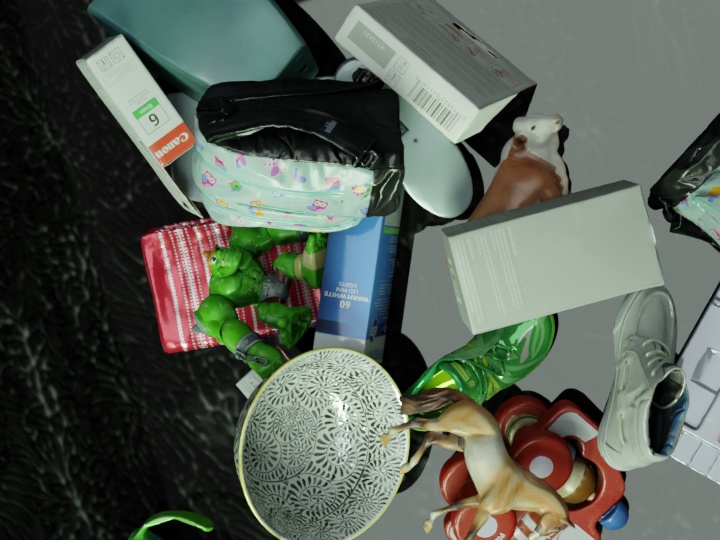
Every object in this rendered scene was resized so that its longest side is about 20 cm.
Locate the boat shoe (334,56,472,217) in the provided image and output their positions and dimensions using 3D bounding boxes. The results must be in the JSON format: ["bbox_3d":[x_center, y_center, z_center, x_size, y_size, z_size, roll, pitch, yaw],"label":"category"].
[{"bbox_3d":[0.050,-0.148,1.416,0.071,0.091,0.200,-37,98,10],"label":"boat shoe"}]

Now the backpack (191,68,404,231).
[{"bbox_3d":[-0.063,-0.112,1.287,0.199,0.167,0.127,1,124,-5],"label":"backpack"}]

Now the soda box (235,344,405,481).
[{"bbox_3d":[-0.042,0.173,1.444,0.068,0.064,0.200,-42,82,9],"label":"soda box"}]

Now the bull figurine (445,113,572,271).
[{"bbox_3d":[0.174,-0.065,1.393,0.121,0.065,0.200,33,102,3],"label":"bull figurine"}]

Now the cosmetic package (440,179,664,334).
[{"bbox_3d":[0.190,-0.015,1.326,0.199,0.090,0.107,-14,98,-1],"label":"cosmetic package"}]

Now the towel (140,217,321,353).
[{"bbox_3d":[-0.141,0.008,1.484,0.199,0.022,0.145,-11,89,12],"label":"towel"}]

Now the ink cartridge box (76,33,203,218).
[{"bbox_3d":[-0.217,-0.152,1.400,0.050,0.109,0.200,-38,107,-9],"label":"ink cartridge box"}]

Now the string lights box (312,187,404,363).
[{"bbox_3d":[0.000,0.000,1.412,0.059,0.103,0.201,8,92,12],"label":"string lights box"}]

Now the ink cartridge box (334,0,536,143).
[{"bbox_3d":[0.080,-0.211,1.353,0.161,0.200,0.050,42,115,9],"label":"ink cartridge box"}]

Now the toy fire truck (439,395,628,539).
[{"bbox_3d":[0.187,0.238,1.384,0.168,0.112,0.200,41,100,-15],"label":"toy fire truck"}]

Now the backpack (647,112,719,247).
[{"bbox_3d":[0.408,-0.065,1.313,0.200,0.127,0.167,44,95,5],"label":"backpack"}]

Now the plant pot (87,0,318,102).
[{"bbox_3d":[-0.150,-0.249,1.406,0.200,0.141,0.141,38,87,12],"label":"plant pot"}]

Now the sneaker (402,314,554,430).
[{"bbox_3d":[0.124,0.106,1.396,0.200,0.084,0.074,-41,85,11],"label":"sneaker"}]

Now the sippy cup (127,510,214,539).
[{"bbox_3d":[-0.202,0.362,1.452,0.130,0.140,0.178,13,132,1],"label":"sippy cup"}]

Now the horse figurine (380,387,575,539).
[{"bbox_3d":[0.104,0.188,1.294,0.132,0.050,0.200,-28,66,2],"label":"horse figurine"}]

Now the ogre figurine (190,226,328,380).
[{"bbox_3d":[-0.105,0.016,1.409,0.120,0.098,0.201,9,79,23],"label":"ogre figurine"}]

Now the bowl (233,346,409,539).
[{"bbox_3d":[-0.057,0.173,1.349,0.094,0.200,0.201,5,92,55],"label":"bowl"}]

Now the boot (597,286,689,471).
[{"bbox_3d":[0.297,0.101,1.326,0.073,0.096,0.201,18,73,-17],"label":"boot"}]

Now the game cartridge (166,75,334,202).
[{"bbox_3d":[-0.116,-0.139,1.471,0.199,0.040,0.134,-5,93,12],"label":"game cartridge"}]

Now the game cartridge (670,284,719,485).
[{"bbox_3d":[0.387,0.116,1.367,0.129,0.038,0.200,29,96,15],"label":"game cartridge"}]
